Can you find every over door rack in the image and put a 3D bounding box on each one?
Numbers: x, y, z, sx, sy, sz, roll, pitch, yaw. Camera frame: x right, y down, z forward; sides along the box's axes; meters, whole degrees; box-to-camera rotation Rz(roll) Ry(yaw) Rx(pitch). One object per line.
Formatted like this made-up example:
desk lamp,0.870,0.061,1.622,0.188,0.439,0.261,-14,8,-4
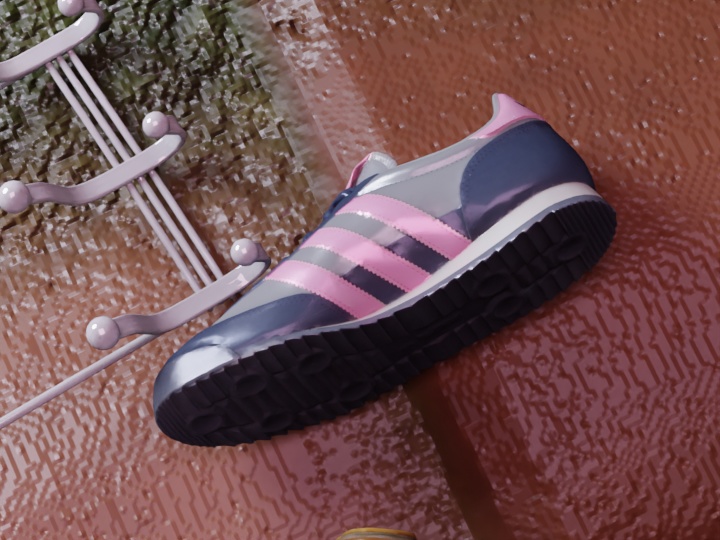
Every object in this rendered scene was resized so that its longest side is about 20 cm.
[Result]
over door rack,-0.157,-0.007,1.022,0.200,0.067,0.148,-34,74,-3

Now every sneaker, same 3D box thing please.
sneaker,0.000,0.000,1.013,0.199,0.070,0.082,-26,56,-3

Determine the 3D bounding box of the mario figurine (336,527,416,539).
mario figurine,0.026,0.200,0.931,0.123,0.106,0.201,4,74,5
